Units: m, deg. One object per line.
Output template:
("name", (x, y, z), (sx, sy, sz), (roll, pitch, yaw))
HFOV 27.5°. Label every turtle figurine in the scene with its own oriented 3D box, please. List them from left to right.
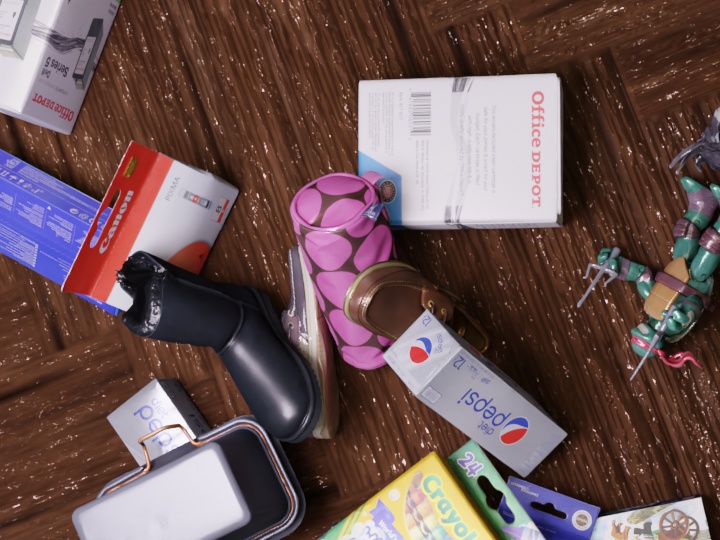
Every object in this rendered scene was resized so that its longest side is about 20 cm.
("turtle figurine", (0.295, 0.011, 1.414), (0.150, 0.101, 0.200), (31, 91, 52))

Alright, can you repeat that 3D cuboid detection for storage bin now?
("storage bin", (-0.172, 0.218, 1.387), (0.200, 0.134, 0.146), (-27, 81, 6))

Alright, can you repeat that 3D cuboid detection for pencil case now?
("pencil case", (0.000, 0.000, 1.429), (0.091, 0.200, 0.094), (28, 58, 36))

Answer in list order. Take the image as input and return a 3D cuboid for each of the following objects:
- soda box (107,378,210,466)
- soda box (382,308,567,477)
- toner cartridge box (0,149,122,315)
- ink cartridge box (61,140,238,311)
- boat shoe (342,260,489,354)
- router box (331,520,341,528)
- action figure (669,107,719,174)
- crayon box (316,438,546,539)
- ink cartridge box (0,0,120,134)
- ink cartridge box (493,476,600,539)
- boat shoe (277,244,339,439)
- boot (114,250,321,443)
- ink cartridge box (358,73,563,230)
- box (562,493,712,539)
("soda box", (-0.168, 0.208, 1.496), (0.068, 0.063, 0.200), (-37, 80, 7))
("soda box", (0.110, 0.118, 1.389), (0.063, 0.200, 0.068), (-47, 43, 5))
("toner cartridge box", (-0.320, -0.042, 1.541), (0.200, 0.043, 0.095), (28, 128, 12))
("ink cartridge box", (-0.203, -0.033, 1.459), (0.050, 0.200, 0.163), (26, 91, 14))
("boat shoe", (0.059, 0.042, 1.399), (0.068, 0.200, 0.072), (32, 97, 35))
("router box", (0.068, 0.325, 1.436), (0.149, 0.062, 0.201), (-16, 81, 4))
("action figure", (0.397, -0.132, 1.396), (0.199, 0.119, 0.102), (-1, 95, 2))
("crayon box", (0.055, 0.260, 1.371), (0.200, 0.052, 0.126), (-38, 67, 5))
("ink cartridge box", (-0.327, -0.254, 1.528), (0.084, 0.145, 0.200), (20, 90, 11))
("ink cartridge box", (0.153, 0.303, 1.387), (0.094, 0.037, 0.200), (19, 79, 3))
("boat shoe", (-0.063, 0.072, 1.490), (0.065, 0.072, 0.201), (-7, 87, 10))
("boot", (-0.141, 0.073, 1.401), (0.076, 0.168, 0.200), (-49, 47, 24))
("ink cartridge box", (0.102, -0.114, 1.464), (0.199, 0.084, 0.146), (0, 86, 11))
("box", (0.247, 0.304, 1.427), (0.199, 0.038, 0.137), (-14, 83, 10))
